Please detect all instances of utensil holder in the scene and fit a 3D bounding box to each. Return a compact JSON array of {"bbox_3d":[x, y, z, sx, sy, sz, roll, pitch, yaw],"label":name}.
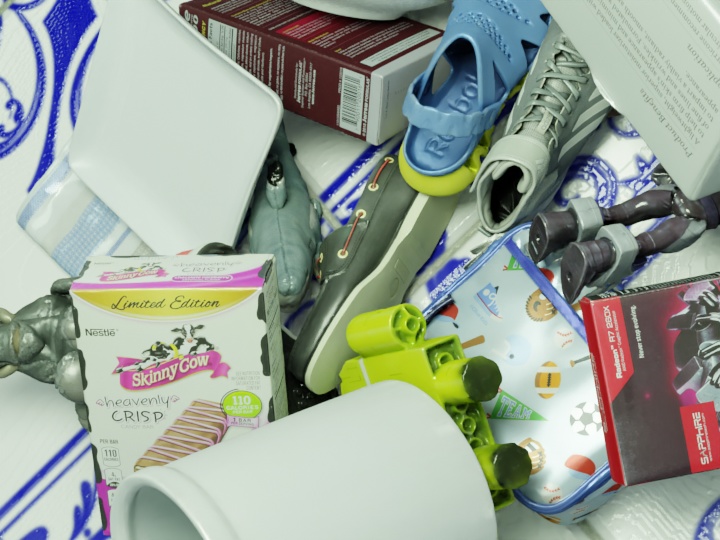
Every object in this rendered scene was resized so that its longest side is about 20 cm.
[{"bbox_3d":[-0.036,0.176,1.127,0.170,0.200,0.170,34,135,43],"label":"utensil holder"}]

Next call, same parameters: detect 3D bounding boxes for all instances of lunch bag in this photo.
[{"bbox_3d":[0.134,0.066,1.215,0.160,0.076,0.200,-41,62,7],"label":"lunch bag"}]

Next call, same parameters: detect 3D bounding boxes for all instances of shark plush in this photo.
[{"bbox_3d":[-0.053,-0.054,1.338,0.091,0.083,0.200,2,63,9],"label":"shark plush"}]

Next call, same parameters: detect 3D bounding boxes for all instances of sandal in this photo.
[{"bbox_3d":[0.085,-0.154,1.252,0.079,0.087,0.200,18,78,16],"label":"sandal"}]

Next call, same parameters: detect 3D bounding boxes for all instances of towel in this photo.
[{"bbox_3d":[-0.192,-0.046,1.436,0.200,0.024,0.147,40,95,29],"label":"towel"}]

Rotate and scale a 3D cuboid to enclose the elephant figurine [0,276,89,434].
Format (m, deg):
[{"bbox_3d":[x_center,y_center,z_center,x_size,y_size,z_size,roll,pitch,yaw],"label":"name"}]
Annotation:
[{"bbox_3d":[-0.219,0.053,1.355,0.200,0.155,0.142,2,54,55],"label":"elephant figurine"}]

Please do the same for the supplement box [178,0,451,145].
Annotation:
[{"bbox_3d":[-0.033,-0.170,1.343,0.200,0.109,0.061,24,126,30],"label":"supplement box"}]

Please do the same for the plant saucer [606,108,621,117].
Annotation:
[{"bbox_3d":[0.185,-0.215,1.298,0.200,0.034,0.200,-8,71,25],"label":"plant saucer"}]

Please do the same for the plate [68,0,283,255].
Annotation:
[{"bbox_3d":[-0.144,-0.108,1.356,0.200,0.032,0.200,42,130,26],"label":"plate"}]

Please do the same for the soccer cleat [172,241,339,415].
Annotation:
[{"bbox_3d":[-0.082,0.067,1.282,0.073,0.200,0.068,-15,27,43],"label":"soccer cleat"}]

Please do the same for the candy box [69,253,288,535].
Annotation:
[{"bbox_3d":[-0.122,0.090,1.217,0.136,0.061,0.200,-1,114,6],"label":"candy box"}]

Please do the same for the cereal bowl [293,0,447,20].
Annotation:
[{"bbox_3d":[-0.005,-0.244,1.320,0.200,0.200,0.083,22,112,30],"label":"cereal bowl"}]

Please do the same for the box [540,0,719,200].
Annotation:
[{"bbox_3d":[0.258,-0.180,1.139,0.200,0.131,0.199,-19,63,-27],"label":"box"}]

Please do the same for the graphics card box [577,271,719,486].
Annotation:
[{"bbox_3d":[0.252,0.060,1.116,0.200,0.051,0.126,-10,91,1],"label":"graphics card box"}]

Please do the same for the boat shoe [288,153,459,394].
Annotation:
[{"bbox_3d":[0.001,0.001,1.286,0.063,0.074,0.201,22,68,24],"label":"boat shoe"}]

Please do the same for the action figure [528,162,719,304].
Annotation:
[{"bbox_3d":[0.220,-0.039,1.183,0.200,0.069,0.130,-17,52,-13],"label":"action figure"}]

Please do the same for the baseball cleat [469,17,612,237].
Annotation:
[{"bbox_3d":[0.140,-0.111,1.225,0.070,0.106,0.200,24,110,10],"label":"baseball cleat"}]

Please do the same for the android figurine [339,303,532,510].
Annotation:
[{"bbox_3d":[0.041,0.112,1.203,0.200,0.041,0.182,-13,97,60],"label":"android figurine"}]
